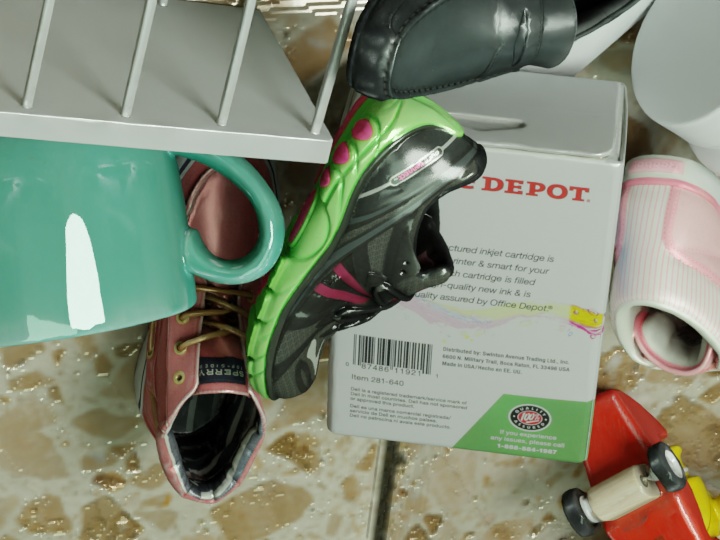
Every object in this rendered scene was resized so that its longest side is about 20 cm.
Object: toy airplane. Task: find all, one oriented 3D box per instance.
[{"bbox_3d":[0.209,0.178,1.418,0.200,0.141,0.200,14,110,10],"label":"toy airplane"}]

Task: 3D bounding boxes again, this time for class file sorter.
[{"bbox_3d":[-0.112,-0.143,1.076,0.200,0.139,0.125,3,120,-22],"label":"file sorter"}]

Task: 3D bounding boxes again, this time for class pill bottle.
[{"bbox_3d":[0.245,-0.086,1.248,0.200,0.113,0.113,23,114,-37],"label":"pill bottle"}]

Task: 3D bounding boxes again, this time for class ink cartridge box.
[{"bbox_3d":[0.061,-0.005,1.239,0.144,0.084,0.200,6,126,5],"label":"ink cartridge box"}]

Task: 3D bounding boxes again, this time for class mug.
[{"bbox_3d":[-0.148,-0.033,1.134,0.185,0.152,0.115,-11,97,-29],"label":"mug"}]

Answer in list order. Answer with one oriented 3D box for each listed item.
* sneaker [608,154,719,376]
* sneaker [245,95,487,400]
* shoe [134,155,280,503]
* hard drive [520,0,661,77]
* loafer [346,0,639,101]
[{"bbox_3d":[0.193,0.024,1.302,0.075,0.105,0.200,-4,154,31],"label":"sneaker"},{"bbox_3d":[0.000,0.000,1.156,0.084,0.077,0.200,25,129,-7],"label":"sneaker"},{"bbox_3d":[-0.076,0.025,1.237,0.071,0.091,0.200,0,124,-20],"label":"shoe"},{"bbox_3d":[0.121,-0.185,1.199,0.200,0.027,0.132,-41,127,12],"label":"hard drive"},{"bbox_3d":[0.070,-0.126,1.105,0.200,0.070,0.068,-31,142,-44],"label":"loafer"}]
